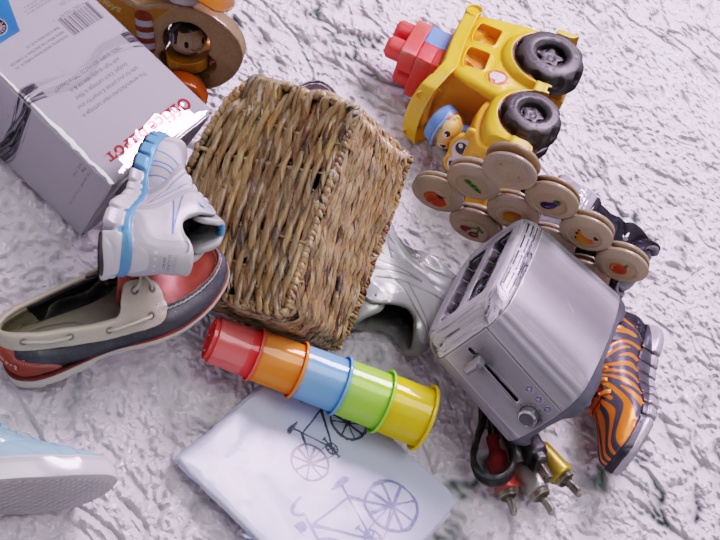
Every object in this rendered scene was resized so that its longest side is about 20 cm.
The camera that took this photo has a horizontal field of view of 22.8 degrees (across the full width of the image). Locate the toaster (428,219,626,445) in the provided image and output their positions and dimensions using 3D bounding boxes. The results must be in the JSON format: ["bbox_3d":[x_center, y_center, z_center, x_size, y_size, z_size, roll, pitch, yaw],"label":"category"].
[{"bbox_3d":[0.147,0.045,1.567,0.129,0.114,0.200,44,41,-12],"label":"toaster"}]

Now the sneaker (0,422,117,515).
[{"bbox_3d":[-0.275,0.130,1.313,0.200,0.074,0.082,6,58,-31],"label":"sneaker"}]

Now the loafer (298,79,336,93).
[{"bbox_3d":[-0.067,-0.123,1.643,0.073,0.072,0.200,37,44,-3],"label":"loafer"}]

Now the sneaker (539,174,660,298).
[{"bbox_3d":[0.219,-0.029,1.713,0.114,0.076,0.200,38,3,-4],"label":"sneaker"}]

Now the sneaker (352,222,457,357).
[{"bbox_3d":[0.000,0.000,1.596,0.200,0.078,0.099,36,48,-4],"label":"sneaker"}]

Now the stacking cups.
[{"bbox_3d":[-0.035,0.089,1.499,0.200,0.061,0.061,22,48,-11],"label":"stacking cups"}]

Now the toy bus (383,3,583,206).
[{"bbox_3d":[0.105,-0.167,1.763,0.192,0.136,0.200,23,49,0],"label":"toy bus"}]

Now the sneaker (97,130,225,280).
[{"bbox_3d":[-0.147,-0.044,1.407,0.087,0.075,0.200,9,31,0],"label":"sneaker"}]

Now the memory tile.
[{"bbox_3d":[0.153,-0.038,1.609,0.200,0.153,0.017,39,57,-25],"label":"memory tile"}]

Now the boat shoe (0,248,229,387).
[{"bbox_3d":[-0.193,0.024,1.402,0.200,0.063,0.071,-25,52,-17],"label":"boat shoe"}]

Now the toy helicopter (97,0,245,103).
[{"bbox_3d":[-0.193,-0.234,1.600,0.200,0.132,0.079,29,46,-12],"label":"toy helicopter"}]

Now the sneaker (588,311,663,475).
[{"bbox_3d":[0.216,0.101,1.673,0.112,0.078,0.200,28,36,-8],"label":"sneaker"}]

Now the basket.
[{"bbox_3d":[-0.066,-0.048,1.526,0.143,0.149,0.200,16,83,23],"label":"basket"}]

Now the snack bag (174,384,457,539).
[{"bbox_3d":[-0.038,0.178,1.473,0.200,0.021,0.189,43,44,5],"label":"snack bag"}]

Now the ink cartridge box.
[{"bbox_3d":[-0.252,-0.151,1.531,0.200,0.086,0.146,45,45,1],"label":"ink cartridge box"}]

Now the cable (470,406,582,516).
[{"bbox_3d":[0.118,0.134,1.612,0.097,0.050,0.200,-11,51,-24],"label":"cable"}]
